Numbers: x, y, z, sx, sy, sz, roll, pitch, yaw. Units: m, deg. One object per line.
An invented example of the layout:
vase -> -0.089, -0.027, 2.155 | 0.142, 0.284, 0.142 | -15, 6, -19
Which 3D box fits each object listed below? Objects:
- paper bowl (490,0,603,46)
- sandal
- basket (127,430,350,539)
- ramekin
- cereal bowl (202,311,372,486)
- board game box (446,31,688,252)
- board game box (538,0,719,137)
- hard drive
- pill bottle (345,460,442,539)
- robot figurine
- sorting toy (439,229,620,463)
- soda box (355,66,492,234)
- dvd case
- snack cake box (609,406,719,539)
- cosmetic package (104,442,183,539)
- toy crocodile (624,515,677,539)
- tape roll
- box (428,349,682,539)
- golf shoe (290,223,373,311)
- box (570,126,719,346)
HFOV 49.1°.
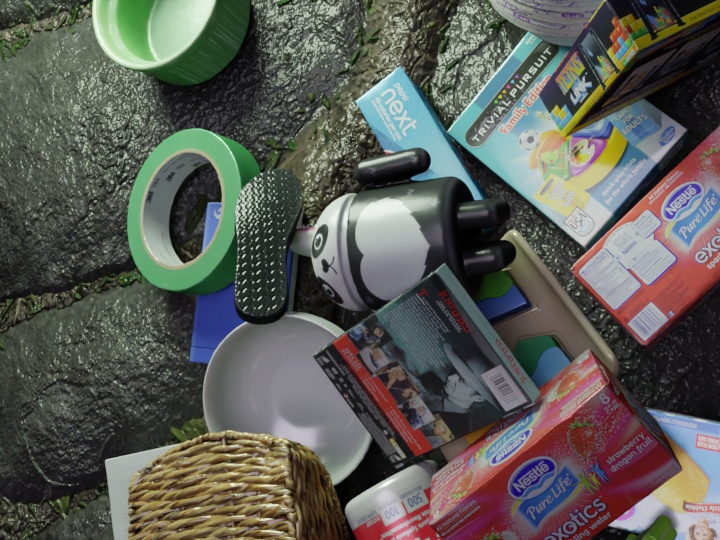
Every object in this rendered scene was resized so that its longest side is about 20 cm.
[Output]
paper bowl -> 0.226, -0.307, 0.797 | 0.198, 0.105, 0.202 | -6, 53, 8
sandal -> -0.108, -0.027, 0.884 | 0.074, 0.048, 0.202 | 7, 59, -3
basket -> -0.126, 0.251, 0.836 | 0.198, 0.149, 0.144 | -16, 66, 18
ramekin -> -0.241, -0.343, 1.033 | 0.198, 0.098, 0.202 | -4, 81, 23
cereal bowl -> -0.071, 0.141, 0.885 | 0.198, 0.083, 0.203 | 1, 96, 13
board game box -> 0.214, -0.141, 0.834 | 0.200, 0.047, 0.151 | 44, 100, 22
board game box -> 0.279, -0.215, 0.711 | 0.199, 0.165, 0.057 | -27, 81, -13
hard drive -> -0.142, 0.018, 0.977 | 0.131, 0.025, 0.202 | 3, 84, 24
pill bottle -> 0.074, 0.306, 0.795 | 0.112, 0.112, 0.201 | -34, 71, 15
robot figurine -> 0.048, -0.024, 0.775 | 0.198, 0.125, 0.152 | -6, 56, 24
sorting toy -> 0.127, 0.085, 0.785 | 0.200, 0.036, 0.186 | -43, 57, 17
soda box -> 0.075, -0.123, 0.883 | 0.068, 0.064, 0.201 | -34, 70, 15
dvd case -> 0.054, 0.098, 0.751 | 0.146, 0.022, 0.200 | 53, 134, 1
snack cake box -> 0.254, 0.187, 0.759 | 0.198, 0.067, 0.116 | 8, 85, 24
cosmetic package -> -0.209, 0.287, 0.953 | 0.198, 0.052, 0.152 | -15, 75, 21
toy crocodile -> 0.235, 0.299, 0.722 | 0.062, 0.067, 0.202 | 32, 129, 30
tape roll -> -0.207, -0.072, 0.980 | 0.199, 0.048, 0.203 | -6, 78, 33
box -> 0.164, 0.179, 0.695 | 0.200, 0.096, 0.100 | -42, 94, 15
golf shoe -> 0.000, 0.000, 0.894 | 0.198, 0.075, 0.093 | 12, 91, 25
box -> 0.308, -0.029, 0.742 | 0.200, 0.095, 0.100 | -46, 69, 11
